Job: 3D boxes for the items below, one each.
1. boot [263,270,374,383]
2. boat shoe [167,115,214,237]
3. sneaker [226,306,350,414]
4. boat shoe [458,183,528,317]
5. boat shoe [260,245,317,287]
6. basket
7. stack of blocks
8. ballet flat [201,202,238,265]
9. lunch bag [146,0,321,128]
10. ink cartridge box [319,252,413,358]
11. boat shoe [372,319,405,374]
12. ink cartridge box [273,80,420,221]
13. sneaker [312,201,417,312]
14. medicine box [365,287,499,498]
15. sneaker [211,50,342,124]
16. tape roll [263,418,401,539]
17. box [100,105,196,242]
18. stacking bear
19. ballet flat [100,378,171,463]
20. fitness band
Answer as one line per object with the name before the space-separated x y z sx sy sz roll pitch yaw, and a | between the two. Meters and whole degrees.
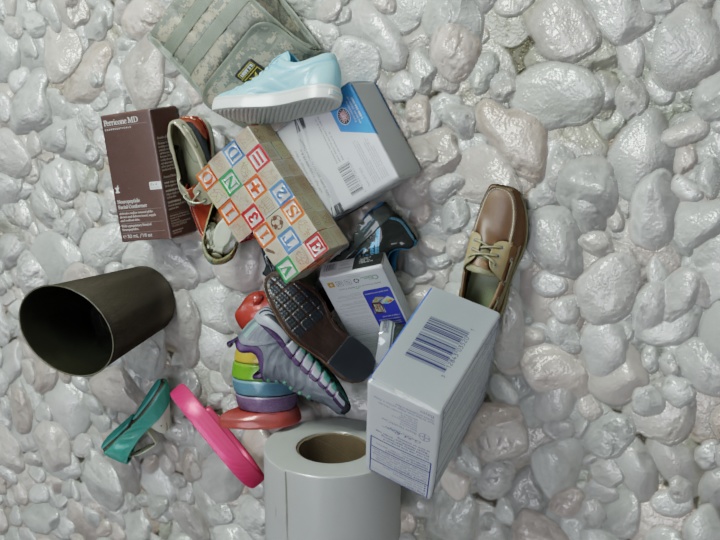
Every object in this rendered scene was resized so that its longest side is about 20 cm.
boot | -0.066 0.089 1.366 0.075 0.097 0.200 -41 83 -16
boat shoe | -0.246 -0.135 1.461 0.071 0.063 0.201 -5 102 25
sneaker | -0.102 0.147 1.393 0.087 0.074 0.200 -40 102 3
boat shoe | 0.173 -0.012 1.280 0.075 0.074 0.201 13 108 22
boat shoe | -0.116 -0.011 1.422 0.066 0.074 0.200 -12 97 30
basket | -0.395 0.068 1.505 0.180 0.200 0.137 15 108 21
stack of blocks | -0.122 -0.084 1.316 0.115 0.059 0.200 -38 83 28
ballet flat | -0.188 -0.101 1.420 0.070 0.071 0.201 21 100 20
lunch bag | -0.170 -0.317 1.350 0.200 0.118 0.164 47 118 1
ink cartridge box | 0.023 0.064 1.361 0.094 0.037 0.200 -11 127 20
boat shoe | 0.044 0.156 1.373 0.056 0.069 0.201 8 130 1
ink cartridge box | -0.041 -0.151 1.343 0.200 0.086 0.147 -28 88 30
sneaker | 0.000 0.000 1.369 0.082 0.073 0.200 41 119 6
medicine box | 0.092 0.160 1.263 0.103 0.182 0.201 22 140 18
sneaker | -0.110 -0.249 1.296 0.199 0.074 0.082 -2 76 25
tape roll | -0.040 0.317 1.396 0.202 0.203 0.140 7 106 24
box | -0.327 -0.148 1.491 0.100 0.075 0.201 -3 100 27
stacking bear | -0.146 0.130 1.457 0.113 0.121 0.201 1 96 28
ballet flat | -0.359 0.258 1.622 0.070 0.067 0.200 37 118 -14
fitness band | -0.225 0.259 1.507 0.037 0.144 0.200 -41 83 -9
